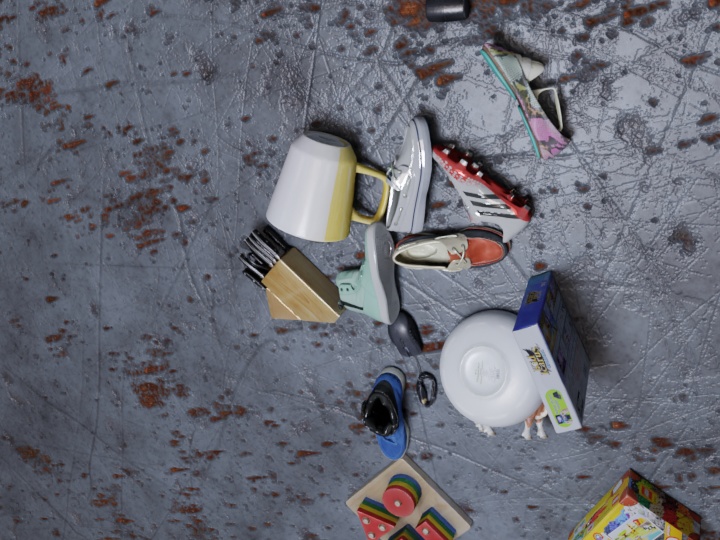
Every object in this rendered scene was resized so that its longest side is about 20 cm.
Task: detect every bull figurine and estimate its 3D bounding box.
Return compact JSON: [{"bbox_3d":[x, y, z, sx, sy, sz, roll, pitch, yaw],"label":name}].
[{"bbox_3d":[0.278,0.230,1.413,0.197,0.065,0.124,1,88,31],"label":"bull figurine"}]

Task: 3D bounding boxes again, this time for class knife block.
[{"bbox_3d":[-0.126,0.001,1.497,0.197,0.064,0.178,3,115,23],"label":"knife block"}]

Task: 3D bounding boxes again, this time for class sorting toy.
[{"bbox_3d":[0.087,0.507,1.634,0.199,0.070,0.200,44,123,0],"label":"sorting toy"}]

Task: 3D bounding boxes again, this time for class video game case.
[{"bbox_3d":[0.306,0.124,1.277,0.045,0.200,0.183,-18,105,26],"label":"video game case"}]

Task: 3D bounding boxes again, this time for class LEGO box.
[{"bbox_3d":[0.483,0.478,1.437,0.148,0.077,0.201,33,122,7],"label":"LEGO box"}]

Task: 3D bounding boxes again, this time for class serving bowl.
[{"bbox_3d":[0.220,0.170,1.373,0.197,0.066,0.204,0,89,29],"label":"serving bowl"}]

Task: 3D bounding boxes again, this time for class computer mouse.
[{"bbox_3d":[0.096,0.168,1.493,0.058,0.034,0.202,-13,108,28],"label":"computer mouse"}]

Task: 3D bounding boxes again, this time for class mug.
[{"bbox_3d":[-0.059,-0.150,1.376,0.149,0.185,0.155,36,120,44],"label":"mug"}]

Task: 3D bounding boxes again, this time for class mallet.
[{"bbox_3d":[0.135,-0.468,1.179,0.065,0.041,0.203,11,113,19],"label":"mallet"}]

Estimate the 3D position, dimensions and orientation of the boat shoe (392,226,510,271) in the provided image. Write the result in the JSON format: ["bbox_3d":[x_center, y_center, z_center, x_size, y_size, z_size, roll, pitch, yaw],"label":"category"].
[{"bbox_3d":[0.152,-0.032,1.358,0.197,0.063,0.072,1,112,22],"label":"boat shoe"}]

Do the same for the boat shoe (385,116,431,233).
[{"bbox_3d":[0.074,-0.150,1.319,0.066,0.074,0.203,-5,116,-12],"label":"boat shoe"}]

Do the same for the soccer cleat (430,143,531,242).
[{"bbox_3d":[0.184,-0.125,1.297,0.199,0.069,0.086,35,119,0],"label":"soccer cleat"}]

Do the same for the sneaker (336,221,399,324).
[{"bbox_3d":[0.000,0.001,1.421,0.117,0.074,0.203,12,127,28],"label":"sneaker"}]

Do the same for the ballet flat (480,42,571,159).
[{"bbox_3d":[0.255,-0.264,1.207,0.071,0.069,0.201,-29,104,14],"label":"ballet flat"}]

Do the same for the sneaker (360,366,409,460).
[{"bbox_3d":[0.046,0.296,1.529,0.076,0.111,0.203,10,117,19],"label":"sneaker"}]
